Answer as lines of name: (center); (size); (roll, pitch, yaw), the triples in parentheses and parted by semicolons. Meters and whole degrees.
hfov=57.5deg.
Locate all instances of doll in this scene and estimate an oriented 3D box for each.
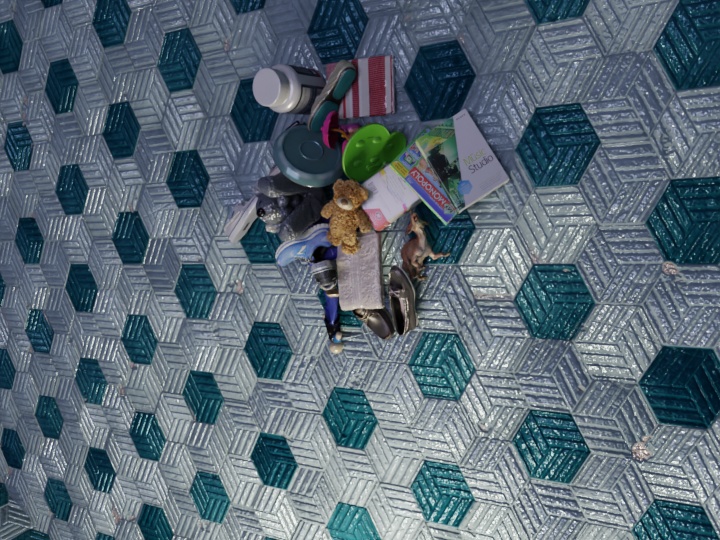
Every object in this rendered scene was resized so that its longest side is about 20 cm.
doll: (-0.075, 0.142, 1.810); (0.137, 0.047, 0.204); (-130, 33, -56)

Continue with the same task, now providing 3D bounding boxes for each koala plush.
koala plush: (-0.212, -0.177, 1.773); (0.198, 0.183, 0.181); (-11, 107, 48)

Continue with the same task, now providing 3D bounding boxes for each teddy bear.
teddy bear: (-0.040, -0.128, 1.640); (0.146, 0.066, 0.201); (50, 140, 15)

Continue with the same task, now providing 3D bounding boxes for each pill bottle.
pill bottle: (-0.185, -0.469, 1.701); (0.117, 0.199, 0.123); (6, 102, 29)

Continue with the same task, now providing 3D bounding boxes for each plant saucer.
plant saucer: (-0.129, -0.306, 1.706); (0.201, 0.199, 0.028); (48, 150, 13)

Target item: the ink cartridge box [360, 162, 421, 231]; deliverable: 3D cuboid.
ink cartridge box: (0.093, -0.204, 1.641); (0.198, 0.067, 0.118); (-33, 83, 10)

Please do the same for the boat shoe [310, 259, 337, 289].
boat shoe: (-0.096, 0.016, 1.743); (0.070, 0.200, 0.073); (-12, 88, 4)

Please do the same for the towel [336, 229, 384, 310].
towel: (0.000, 0.000, 1.704); (0.130, 0.034, 0.206); (-4, 89, 32)

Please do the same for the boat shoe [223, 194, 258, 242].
boat shoe: (-0.344, -0.168, 1.925); (0.066, 0.073, 0.200); (48, 118, 9)

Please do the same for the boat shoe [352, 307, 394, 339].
boat shoe: (0.011, 0.109, 1.764); (0.201, 0.073, 0.075); (49, 119, 14)

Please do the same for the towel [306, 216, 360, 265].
towel: (-0.076, -0.104, 1.796); (0.196, 0.049, 0.152); (-14, 86, 32)

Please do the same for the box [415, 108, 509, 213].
box: (0.238, -0.258, 1.545); (0.143, 0.036, 0.203); (-31, 81, -1)

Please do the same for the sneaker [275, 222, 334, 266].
sneaker: (-0.150, -0.052, 1.772); (0.198, 0.078, 0.091); (-27, 78, 31)

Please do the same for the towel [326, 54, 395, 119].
towel: (0.001, -0.470, 1.695); (0.196, 0.023, 0.148); (2, 98, 29)

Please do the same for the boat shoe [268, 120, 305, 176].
boat shoe: (-0.200, -0.324, 1.822); (0.199, 0.074, 0.094); (-38, 66, 28)

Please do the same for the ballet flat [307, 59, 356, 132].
ballet flat: (-0.079, -0.453, 1.703); (0.201, 0.067, 0.063); (-52, 51, 18)

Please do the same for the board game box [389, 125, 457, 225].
board game box: (0.184, -0.229, 1.577); (0.134, 0.029, 0.200); (-44, 82, -3)

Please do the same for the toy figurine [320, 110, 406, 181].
toy figurine: (-0.012, -0.342, 1.664); (0.184, 0.197, 0.153); (43, 139, 38)

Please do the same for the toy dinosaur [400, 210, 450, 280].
toy dinosaur: (0.136, -0.055, 1.661); (0.137, 0.085, 0.201); (59, 138, 20)

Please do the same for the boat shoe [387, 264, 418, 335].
boat shoe: (0.102, 0.081, 1.663); (0.066, 0.057, 0.203); (21, 139, 41)
